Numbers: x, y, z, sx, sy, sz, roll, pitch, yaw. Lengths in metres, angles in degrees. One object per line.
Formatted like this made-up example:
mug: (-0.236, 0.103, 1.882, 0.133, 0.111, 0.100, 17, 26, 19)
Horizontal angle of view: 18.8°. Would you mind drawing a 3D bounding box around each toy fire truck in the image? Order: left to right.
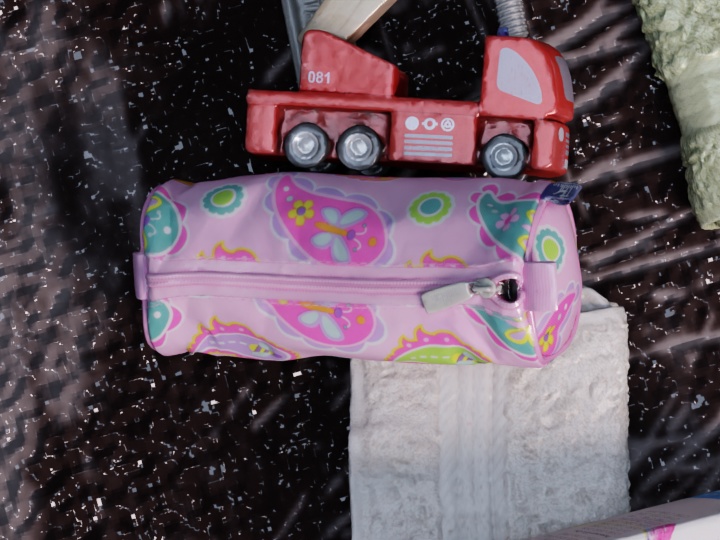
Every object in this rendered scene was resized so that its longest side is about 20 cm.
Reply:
toy fire truck: (0.000, -0.114, 0.997, 0.199, 0.049, 0.142, 3, 89, 8)

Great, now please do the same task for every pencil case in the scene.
pencil case: (0.000, 0.000, 0.966, 0.199, 0.087, 0.088, 2, 86, 19)

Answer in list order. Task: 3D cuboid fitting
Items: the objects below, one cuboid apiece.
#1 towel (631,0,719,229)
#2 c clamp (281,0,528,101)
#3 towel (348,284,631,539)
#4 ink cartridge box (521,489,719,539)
towel: (0.235, -0.108, 1.022, 0.199, 0.036, 0.149, -16, 85, -1)
c clamp: (0.041, -0.152, 1.029, 0.170, 0.027, 0.201, -6, 86, 1)
towel: (0.061, 0.109, 1.008, 0.132, 0.034, 0.201, -2, 86, 1)
ink cartridge box: (0.114, 0.170, 0.953, 0.199, 0.068, 0.116, -11, 91, -19)
